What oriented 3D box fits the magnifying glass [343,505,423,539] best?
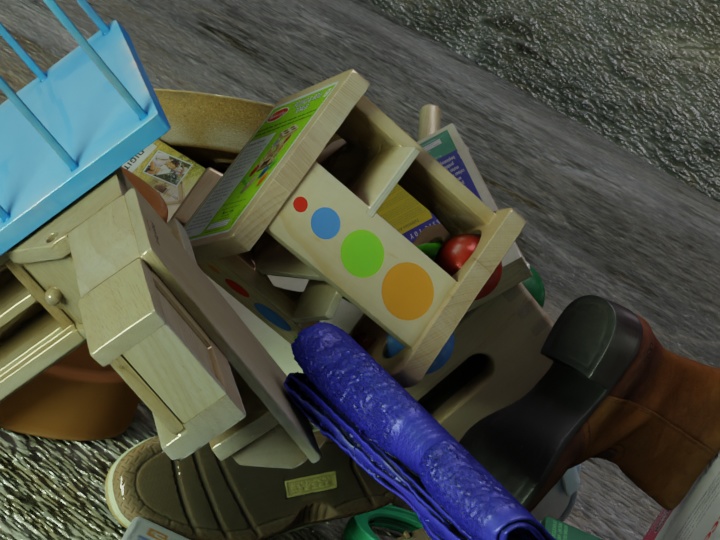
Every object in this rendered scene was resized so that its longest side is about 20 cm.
[{"bbox_3d":[0.071,0.183,1.354,0.200,0.022,0.080,10,20,-41],"label":"magnifying glass"}]

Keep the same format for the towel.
[{"bbox_3d":[0.046,0.119,1.116,0.200,0.050,0.148,43,-3,44],"label":"towel"}]

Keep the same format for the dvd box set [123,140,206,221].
[{"bbox_3d":[-0.149,-0.014,1.465,0.200,0.146,0.029,31,-21,25],"label":"dvd box set"}]

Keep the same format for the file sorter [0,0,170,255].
[{"bbox_3d":[-0.230,-0.087,1.148,0.123,0.200,0.139,51,5,-31],"label":"file sorter"}]

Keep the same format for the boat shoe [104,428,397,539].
[{"bbox_3d":[-0.071,0.128,1.234,0.200,0.072,0.076,3,-10,-38],"label":"boat shoe"}]

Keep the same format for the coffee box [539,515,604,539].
[{"bbox_3d":[0.190,0.233,1.270,0.200,0.044,0.123,23,27,-5],"label":"coffee box"}]

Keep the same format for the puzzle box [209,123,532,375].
[{"bbox_3d":[0.000,0.000,1.363,0.025,0.200,0.133,55,9,-48],"label":"puzzle box"}]

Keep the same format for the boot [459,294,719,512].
[{"bbox_3d":[0.154,0.121,1.383,0.068,0.188,0.200,27,-3,39],"label":"boot"}]

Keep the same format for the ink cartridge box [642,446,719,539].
[{"bbox_3d":[0.261,0.181,1.419,0.083,0.147,0.200,31,14,-1],"label":"ink cartridge box"}]

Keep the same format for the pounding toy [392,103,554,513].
[{"bbox_3d":[0.042,0.025,1.422,0.142,0.200,0.184,49,0,-30],"label":"pounding toy"}]

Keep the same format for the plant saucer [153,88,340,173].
[{"bbox_3d":[-0.084,-0.093,1.555,0.200,0.035,0.200,10,-6,1],"label":"plant saucer"}]

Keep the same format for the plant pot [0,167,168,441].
[{"bbox_3d":[-0.207,-0.003,1.303,0.200,0.140,0.200,24,13,-6],"label":"plant pot"}]

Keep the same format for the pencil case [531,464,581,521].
[{"bbox_3d":[0.086,0.116,1.488,0.091,0.083,0.200,-6,23,-13],"label":"pencil case"}]

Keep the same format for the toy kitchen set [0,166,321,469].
[{"bbox_3d":[-0.144,0.073,1.127,0.163,0.180,0.200,52,7,-30],"label":"toy kitchen set"}]

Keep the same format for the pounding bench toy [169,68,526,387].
[{"bbox_3d":[-0.018,-0.012,1.279,0.156,0.124,0.200,40,-18,-15],"label":"pounding bench toy"}]

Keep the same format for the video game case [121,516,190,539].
[{"bbox_3d":[-0.053,0.200,1.058,0.182,0.022,0.200,25,14,-1],"label":"video game case"}]

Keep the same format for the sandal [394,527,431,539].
[{"bbox_3d":[0.041,0.168,1.161,0.080,0.057,0.201,34,25,35],"label":"sandal"}]
